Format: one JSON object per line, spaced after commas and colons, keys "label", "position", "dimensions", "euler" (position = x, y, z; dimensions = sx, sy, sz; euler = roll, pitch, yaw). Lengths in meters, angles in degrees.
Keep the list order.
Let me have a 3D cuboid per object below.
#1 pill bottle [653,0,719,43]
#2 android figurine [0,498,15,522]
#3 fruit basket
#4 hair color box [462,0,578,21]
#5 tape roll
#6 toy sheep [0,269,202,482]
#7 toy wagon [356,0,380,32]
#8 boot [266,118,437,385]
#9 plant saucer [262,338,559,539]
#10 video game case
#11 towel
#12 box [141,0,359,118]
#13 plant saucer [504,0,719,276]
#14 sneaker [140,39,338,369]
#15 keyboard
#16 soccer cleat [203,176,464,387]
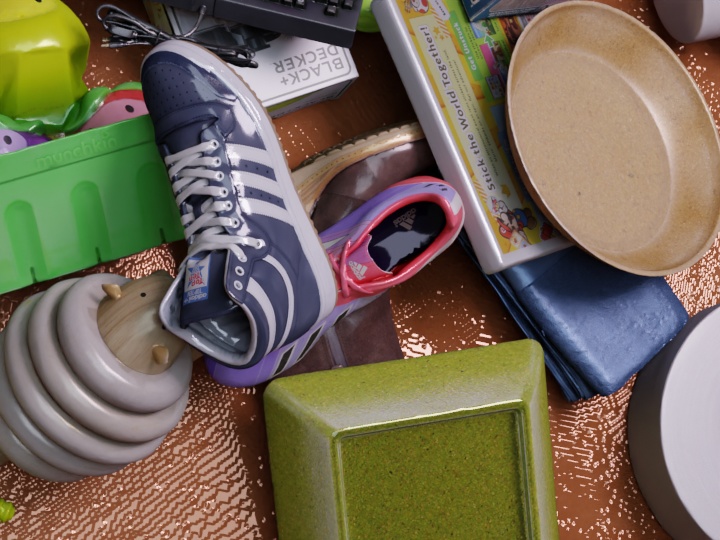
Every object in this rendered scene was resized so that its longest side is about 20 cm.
{"label": "pill bottle", "position": [0.317, -0.227, 1.544], "dimensions": [0.199, 0.112, 0.113], "euler": [-14, 85, -17]}
{"label": "android figurine", "position": [-0.322, 0.142, 1.350], "dimensions": [0.200, 0.041, 0.182], "euler": [20, 76, -10]}
{"label": "fruit basket", "position": [-0.206, -0.105, 1.377], "dimensions": [0.215, 0.155, 0.216], "euler": [-3, 99, -20]}
{"label": "hair color box", "position": [0.091, -0.277, 1.456], "dimensions": [0.100, 0.060, 0.200], "euler": [-13, 77, -38]}
{"label": "tape roll", "position": [0.293, 0.115, 1.506], "dimensions": [0.200, 0.066, 0.201], "euler": [3, 80, -15]}
{"label": "toy sheep", "position": [-0.173, 0.069, 1.343], "dimensions": [0.138, 0.200, 0.138], "euler": [29, 35, -23]}
{"label": "toy wagon", "position": [0.025, -0.236, 1.469], "dimensions": [0.200, 0.040, 0.156], "euler": [25, 65, -35]}
{"label": "boot", "position": [0.000, 0.000, 1.444], "dimensions": [0.200, 0.072, 0.167], "euler": [-26, 97, -5]}
{"label": "plant saucer", "position": [0.045, 0.159, 1.415], "dimensions": [0.199, 0.048, 0.201], "euler": [-8, 99, -16]}
{"label": "video game case", "position": [0.112, -0.111, 1.455], "dimensions": [0.182, 0.023, 0.200], "euler": [-18, 83, -42]}
{"label": "towel", "position": [0.137, -0.013, 1.493], "dimensions": [0.112, 0.049, 0.200], "euler": [-37, 91, -25]}
{"label": "box", "position": [-0.091, -0.201, 1.458], "dimensions": [0.116, 0.060, 0.200], "euler": [-18, 86, -17]}
{"label": "plant saucer", "position": [0.167, -0.086, 1.449], "dimensions": [0.200, 0.035, 0.201], "euler": [16, 62, -32]}
{"label": "sneaker", "position": [-0.092, -0.036, 1.277], "dimensions": [0.108, 0.070, 0.200], "euler": [-41, 107, -51]}
{"label": "keyboard", "position": [-0.099, -0.182, 1.378], "dimensions": [0.199, 0.021, 0.127], "euler": [13, 55, -1]}
{"label": "soccer cleat", "position": [-0.019, 0.007, 1.366], "dimensions": [0.200, 0.076, 0.067], "euler": [-35, 95, 1]}
